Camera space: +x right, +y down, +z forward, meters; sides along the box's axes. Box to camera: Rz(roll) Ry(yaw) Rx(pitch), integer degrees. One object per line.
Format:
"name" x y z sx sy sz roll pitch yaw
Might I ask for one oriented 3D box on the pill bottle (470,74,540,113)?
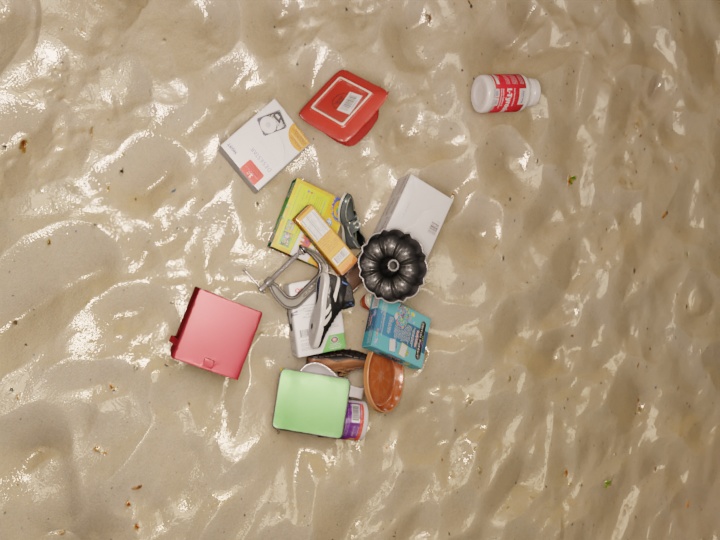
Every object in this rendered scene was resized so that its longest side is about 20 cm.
"pill bottle" 0.453 -0.551 1.864 0.196 0.112 0.115 -7 93 -19

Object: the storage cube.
"storage cube" -0.375 0.156 1.544 0.197 0.171 0.183 23 82 -18

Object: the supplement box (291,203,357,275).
"supplement box" -0.097 -0.083 1.619 0.069 0.066 0.201 -41 102 -11

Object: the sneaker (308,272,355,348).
"sneaker" -0.070 0.114 1.615 0.110 0.073 0.204 9 91 -27

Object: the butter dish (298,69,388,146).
"butter dish" -0.035 -0.428 1.684 0.198 0.148 0.201 34 75 28

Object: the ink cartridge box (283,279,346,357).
"ink cartridge box" -0.128 0.126 1.677 0.143 0.084 0.205 -8 92 -19

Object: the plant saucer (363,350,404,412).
"plant saucer" 0.064 0.305 1.727 0.199 0.032 0.205 13 74 -55

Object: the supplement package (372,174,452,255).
"supplement package" 0.150 -0.149 1.760 0.154 0.111 0.203 28 83 -17

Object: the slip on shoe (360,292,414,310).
"slip on shoe" 0.083 0.110 1.769 0.197 0.061 0.076 21 69 -32

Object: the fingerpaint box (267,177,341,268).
"fingerpaint box" -0.147 -0.128 1.675 0.164 0.073 0.204 22 83 -17

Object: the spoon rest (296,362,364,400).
"spoon rest" -0.079 0.315 1.647 0.196 0.061 0.101 16 81 -14

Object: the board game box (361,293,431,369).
"board game box" 0.105 0.176 1.706 0.198 0.047 0.154 28 65 -31

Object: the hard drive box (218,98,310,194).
"hard drive box" -0.261 -0.336 1.632 0.200 0.077 0.156 -45 103 -13

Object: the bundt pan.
"bundt pan" 0.082 -0.010 1.641 0.197 0.076 0.207 1 84 -11

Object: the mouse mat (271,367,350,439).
"mouse mat" -0.132 0.358 1.615 0.196 0.008 0.164 9 82 0

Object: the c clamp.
"c clamp" -0.186 0.007 1.603 0.199 0.027 0.172 -38 98 -18

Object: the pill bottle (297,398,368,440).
"pill bottle" -0.085 0.411 1.679 0.196 0.111 0.114 10 87 -16

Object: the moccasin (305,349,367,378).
"moccasin" -0.057 0.273 1.711 0.197 0.074 0.079 -2 105 -23

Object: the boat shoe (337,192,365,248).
"boat shoe" -0.019 -0.134 1.665 0.061 0.202 0.073 18 54 19

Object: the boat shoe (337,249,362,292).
"boat shoe" -0.005 -0.004 1.722 0.074 0.075 0.204 36 82 -16
